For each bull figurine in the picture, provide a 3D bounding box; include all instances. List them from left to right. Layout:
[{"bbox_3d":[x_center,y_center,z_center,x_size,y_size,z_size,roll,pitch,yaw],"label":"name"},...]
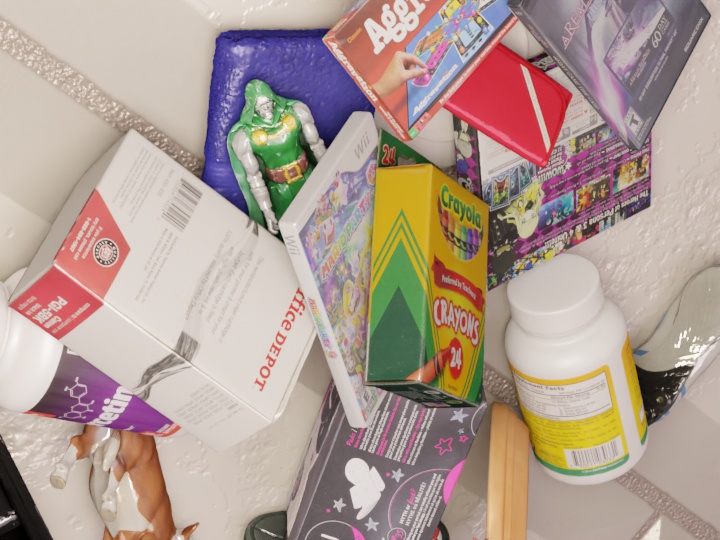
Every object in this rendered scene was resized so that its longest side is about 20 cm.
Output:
[{"bbox_3d":[-0.192,0.199,1.442,0.065,0.122,0.201,-3,119,21],"label":"bull figurine"}]

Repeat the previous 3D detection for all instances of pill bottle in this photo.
[{"bbox_3d":[-0.212,0.061,1.339,0.199,0.112,0.113,14,109,-34],"label":"pill bottle"},{"bbox_3d":[0.192,0.088,1.578,0.113,0.113,0.200,-28,127,-12],"label":"pill bottle"}]

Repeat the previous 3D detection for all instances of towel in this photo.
[{"bbox_3d":[-0.063,-0.098,1.376,0.147,0.050,0.201,-6,121,-30],"label":"towel"}]

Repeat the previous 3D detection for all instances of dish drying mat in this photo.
[{"bbox_3d":[0.080,-0.161,1.367,0.200,0.018,0.077,31,70,-22],"label":"dish drying mat"}]

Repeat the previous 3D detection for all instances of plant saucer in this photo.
[{"bbox_3d":[0.131,0.220,1.571,0.037,0.200,0.201,2,120,5],"label":"plant saucer"}]

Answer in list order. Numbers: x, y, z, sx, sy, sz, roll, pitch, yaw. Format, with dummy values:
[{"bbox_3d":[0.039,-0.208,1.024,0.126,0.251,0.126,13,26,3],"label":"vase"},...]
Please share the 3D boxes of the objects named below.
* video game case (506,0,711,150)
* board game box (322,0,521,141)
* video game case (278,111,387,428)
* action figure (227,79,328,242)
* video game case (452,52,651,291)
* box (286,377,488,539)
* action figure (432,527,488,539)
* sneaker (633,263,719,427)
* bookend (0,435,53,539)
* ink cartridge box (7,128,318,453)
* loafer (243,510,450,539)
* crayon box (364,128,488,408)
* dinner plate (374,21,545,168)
[{"bbox_3d":[0.208,-0.213,1.425,0.200,0.019,0.143,42,71,-40],"label":"video game case"},{"bbox_3d":[0.065,-0.204,1.338,0.103,0.019,0.200,49,65,-20],"label":"board game box"},{"bbox_3d":[0.000,0.000,1.337,0.143,0.018,0.200,-58,141,-42],"label":"video game case"},{"bbox_3d":[-0.050,-0.063,1.341,0.118,0.055,0.200,-30,126,-10],"label":"action figure"},{"bbox_3d":[0.167,-0.100,1.484,0.200,0.036,0.182,-27,127,-28],"label":"video game case"},{"bbox_3d":[0.016,0.155,1.492,0.114,0.132,0.201,19,109,-9],"label":"box"},{"bbox_3d":[0.086,0.303,1.459,0.065,0.201,0.099,-11,158,-12],"label":"action figure"},{"bbox_3d":[0.305,0.079,1.667,0.200,0.072,0.072,-53,155,15],"label":"sneaker"},{"bbox_3d":[-0.351,0.211,1.360,0.198,0.092,0.201,-26,125,-13],"label":"bookend"},{"bbox_3d":[-0.136,0.018,1.288,0.200,0.147,0.083,38,138,-17],"label":"ink cartridge box"},{"bbox_3d":[-0.018,0.254,1.595,0.199,0.072,0.063,3,135,-23],"label":"loafer"},{"bbox_3d":[0.054,-0.001,1.355,0.127,0.051,0.201,25,64,-62],"label":"crayon box"},{"bbox_3d":[0.075,-0.171,1.424,0.199,0.024,0.201,-14,122,-23],"label":"dinner plate"}]
